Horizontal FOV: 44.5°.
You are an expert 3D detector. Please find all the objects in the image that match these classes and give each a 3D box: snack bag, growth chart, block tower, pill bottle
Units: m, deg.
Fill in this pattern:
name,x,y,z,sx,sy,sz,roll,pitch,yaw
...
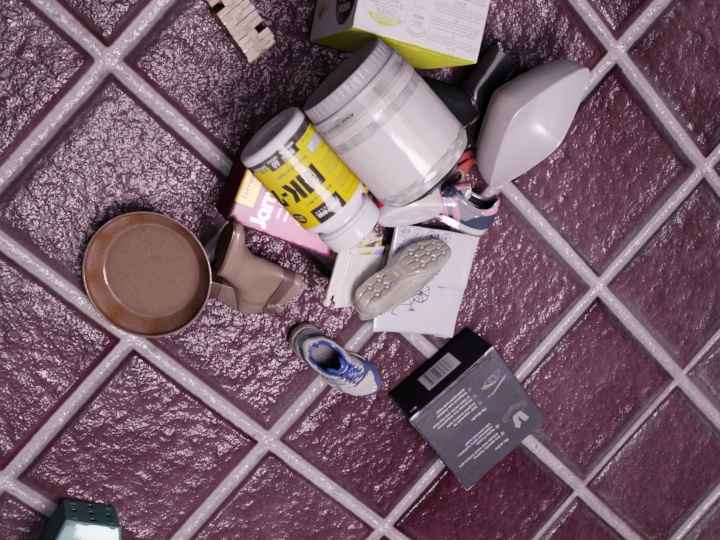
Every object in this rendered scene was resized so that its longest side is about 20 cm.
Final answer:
name,x,y,z,sx,sy,sz,roll,pitch,yaw
snack bag,0.113,0.023,1.537,0.188,0.021,0.201,7,104,-33
growth chart,0.000,0.000,1.447,0.200,0.018,0.145,9,102,-65
block tower,-0.204,-0.405,1.301,0.058,0.054,0.200,-41,115,-5
pill bottle,-0.069,-0.128,1.284,0.114,0.114,0.200,-44,113,-2
pill bottle,0.060,-0.179,1.395,0.110,0.111,0.201,-8,77,-17

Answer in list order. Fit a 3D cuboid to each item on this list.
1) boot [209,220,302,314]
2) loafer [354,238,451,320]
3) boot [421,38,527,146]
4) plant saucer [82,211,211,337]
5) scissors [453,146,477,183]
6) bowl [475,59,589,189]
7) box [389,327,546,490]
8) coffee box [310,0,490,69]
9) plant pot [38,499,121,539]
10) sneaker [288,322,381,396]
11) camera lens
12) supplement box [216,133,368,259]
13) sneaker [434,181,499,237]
name,x,y,z,sx,sy,sz,roll,pitch,yaw
boot,-0.161,0.001,1.383,0.146,0.070,0.200,13,144,-19
loafer,0.069,0.014,1.462,0.200,0.070,0.070,-32,155,-24
boot,0.180,-0.303,1.426,0.163,0.073,0.198,-49,142,8
plant saucer,-0.327,0.004,1.364,0.200,0.037,0.201,0,105,1
scissors,0.202,-0.199,1.528,0.199,0.014,0.073,-25,110,-12
bowl,0.271,-0.251,1.446,0.200,0.075,0.200,-32,154,-26
box,0.194,0.249,1.598,0.197,0.117,0.200,-40,113,-5
coffee box,0.062,-0.418,1.300,0.199,0.200,0.199,10,96,-22
plant pot,-0.463,0.488,1.432,0.141,0.141,0.201,17,92,-23
sneaker,-0.037,0.169,1.511,0.200,0.088,0.075,34,91,-26
camera lens,0.039,-0.201,1.236,0.160,0.160,0.200,-45,108,-2
supplement box,-0.108,-0.115,1.393,0.199,0.103,0.131,18,99,-22
sneaker,0.141,-0.128,1.479,0.199,0.070,0.082,18,128,-21
